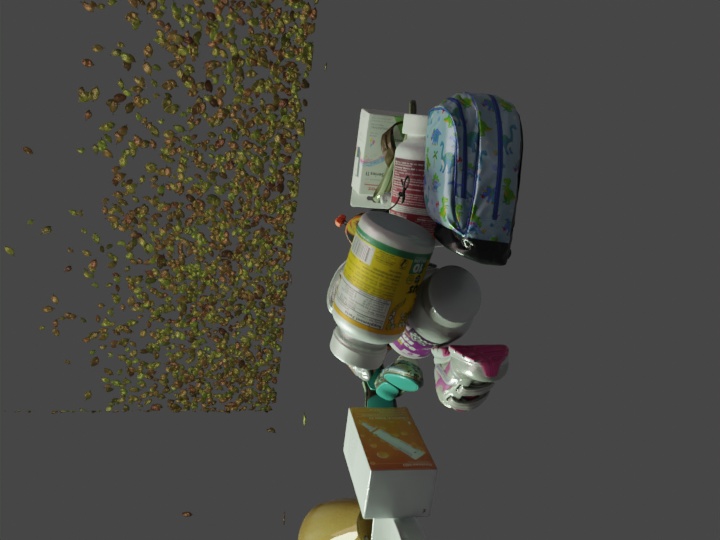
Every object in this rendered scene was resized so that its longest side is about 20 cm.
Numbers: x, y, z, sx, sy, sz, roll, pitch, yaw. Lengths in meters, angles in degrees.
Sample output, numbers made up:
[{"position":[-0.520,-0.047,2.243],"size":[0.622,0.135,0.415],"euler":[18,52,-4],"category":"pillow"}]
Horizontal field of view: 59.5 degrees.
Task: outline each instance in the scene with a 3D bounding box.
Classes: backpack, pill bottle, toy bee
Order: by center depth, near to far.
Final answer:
[{"position":[0.147,-0.129,0.829],"size":[0.163,0.150,0.204],"euler":[-111,39,-74],"category":"backpack"},{"position":[0.024,0.030,0.885],"size":[0.113,0.110,0.204],"euler":[-118,44,-65],"category":"pill bottle"},{"position":[0.109,0.063,0.968],"size":[0.200,0.109,0.115],"euler":[125,145,-67],"category":"pill bottle"},{"position":[0.013,-0.048,0.995],"size":[0.131,0.106,0.205],"euler":[24,-104,-79],"category":"toy bee"},{"position":[0.105,-0.148,1.034],"size":[0.110,0.107,0.205],"euler":[-132,46,-71],"category":"pill bottle"}]

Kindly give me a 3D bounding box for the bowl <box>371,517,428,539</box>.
[{"position":[0.074,0.524,1.113],"size":[0.200,0.073,0.206],"euler":[-148,61,-75],"category":"bowl"}]

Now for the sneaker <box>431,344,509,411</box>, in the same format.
[{"position":[0.151,0.148,0.863],"size":[0.200,0.079,0.091],"euler":[123,147,-80],"category":"sneaker"}]

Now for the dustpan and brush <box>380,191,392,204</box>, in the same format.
[{"position":[0.072,-0.136,1.142],"size":[0.200,0.056,0.143],"euler":[-58,-24,-75],"category":"dustpan and brush"}]

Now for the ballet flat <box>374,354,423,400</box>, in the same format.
[{"position":[0.074,0.191,1.179],"size":[0.200,0.072,0.076],"euler":[134,138,-66],"category":"ballet flat"}]

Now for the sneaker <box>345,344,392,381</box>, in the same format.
[{"position":[0.021,0.160,1.296],"size":[0.078,0.112,0.200],"euler":[50,172,-3],"category":"sneaker"}]

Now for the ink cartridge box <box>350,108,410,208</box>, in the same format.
[{"position":[0.049,-0.215,1.276],"size":[0.067,0.114,0.205],"euler":[-123,37,-63],"category":"ink cartridge box"}]

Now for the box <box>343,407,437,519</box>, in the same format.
[{"position":[0.048,0.344,1.149],"size":[0.200,0.121,0.100],"euler":[-122,38,-67],"category":"box"}]

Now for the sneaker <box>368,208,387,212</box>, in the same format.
[{"position":[0.042,-0.041,1.378],"size":[0.090,0.074,0.206],"euler":[167,103,-69],"category":"sneaker"}]

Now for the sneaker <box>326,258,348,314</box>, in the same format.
[{"position":[0.000,0.000,1.151],"size":[0.202,0.074,0.082],"euler":[-54,-1,13],"category":"sneaker"}]

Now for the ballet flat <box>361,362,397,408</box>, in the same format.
[{"position":[0.043,0.276,1.351],"size":[0.203,0.072,0.075],"euler":[-98,17,-44],"category":"ballet flat"}]

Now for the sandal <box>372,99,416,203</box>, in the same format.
[{"position":[0.059,-0.227,1.197],"size":[0.080,0.056,0.204],"euler":[-74,7,-73],"category":"sandal"}]

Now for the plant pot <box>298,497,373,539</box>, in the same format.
[{"position":[-0.012,0.553,1.307],"size":[0.200,0.182,0.190],"euler":[130,142,-49],"category":"plant pot"}]

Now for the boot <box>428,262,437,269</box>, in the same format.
[{"position":[0.061,0.052,1.158],"size":[0.196,0.069,0.135],"euler":[-8,76,36],"category":"boot"}]
